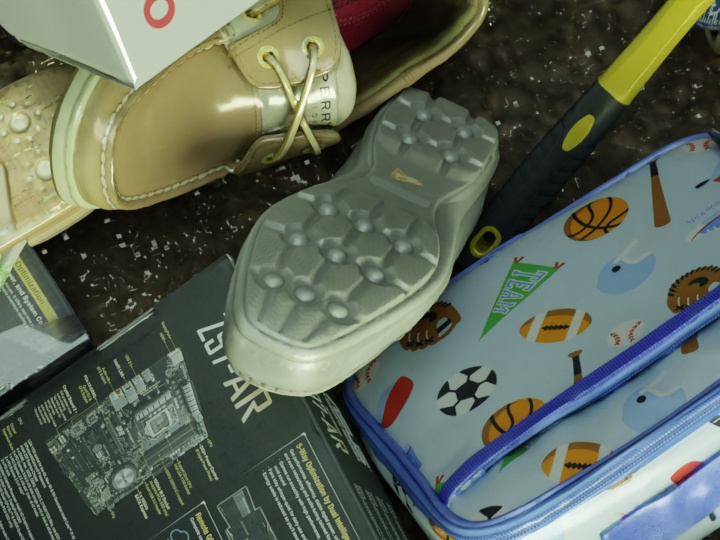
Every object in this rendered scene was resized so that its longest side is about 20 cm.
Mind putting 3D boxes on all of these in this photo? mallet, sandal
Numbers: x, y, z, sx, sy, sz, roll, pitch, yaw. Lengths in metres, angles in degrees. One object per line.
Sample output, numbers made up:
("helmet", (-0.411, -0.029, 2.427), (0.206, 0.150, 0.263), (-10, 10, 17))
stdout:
("mallet", (0.107, -0.066, 1.073), (0.066, 0.041, 0.200), (34, 115, 4))
("sandal", (-0.173, -0.008, 1.015), (0.211, 0.070, 0.078), (-37, 78, -7))

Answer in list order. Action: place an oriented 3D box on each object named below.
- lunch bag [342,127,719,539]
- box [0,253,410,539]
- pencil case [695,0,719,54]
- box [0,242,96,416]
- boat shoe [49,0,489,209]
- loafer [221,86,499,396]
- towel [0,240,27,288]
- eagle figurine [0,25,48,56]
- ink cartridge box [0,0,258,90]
("lunch bag", (0.102, 0.035, 1.028), (0.200, 0.160, 0.076), (-34, 120, -5))
("box", (-0.061, 0.119, 1.019), (0.160, 0.044, 0.201), (-35, 60, 10))
("pencil case", (0.227, -0.117, 1.103), (0.199, 0.089, 0.078), (4, 77, 1))
("box", (-0.219, -0.007, 1.103), (0.161, 0.049, 0.200), (-34, 77, -6))
("boat shoe", (-0.029, -0.076, 1.035), (0.066, 0.074, 0.200), (23, 44, 31))
("loafer", (0.000, 0.000, 1.031), (0.070, 0.200, 0.070), (27, 120, 10))
("towel", (-0.213, 0.006, 1.064), (0.149, 0.031, 0.201), (26, 79, 9))
("eagle figurine", (-0.169, -0.152, 1.046), (0.199, 0.152, 0.152), (-3, 65, -14))
("ink cartridge box", (-0.048, -0.177, 0.965), (0.200, 0.146, 0.083), (-38, 37, -22))
